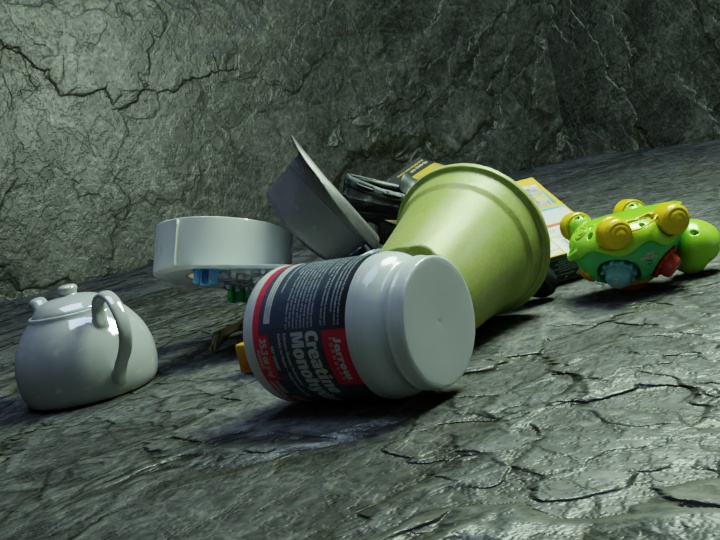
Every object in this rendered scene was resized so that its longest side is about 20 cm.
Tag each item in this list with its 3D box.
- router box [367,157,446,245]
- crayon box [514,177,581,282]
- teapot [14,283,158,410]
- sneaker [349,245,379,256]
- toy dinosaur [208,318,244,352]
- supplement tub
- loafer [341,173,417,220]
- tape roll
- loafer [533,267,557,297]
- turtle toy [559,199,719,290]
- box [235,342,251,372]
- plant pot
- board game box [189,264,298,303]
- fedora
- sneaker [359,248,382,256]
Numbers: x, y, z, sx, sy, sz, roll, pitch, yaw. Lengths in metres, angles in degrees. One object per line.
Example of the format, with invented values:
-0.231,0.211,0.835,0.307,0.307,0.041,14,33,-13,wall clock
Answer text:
0.102,-0.102,1.701,0.157,0.052,0.200,22,41,30,router box
0.246,-0.056,1.513,0.125,0.052,0.200,-15,37,-20,crayon box
-0.364,0.089,1.379,0.199,0.147,0.197,-10,7,7,teapot
0.000,0.000,1.588,0.082,0.074,0.200,-46,14,4,sneaker
-0.127,0.065,1.526,0.199,0.059,0.101,-17,7,-36,toy dinosaur
-0.004,0.056,1.035,0.199,0.141,0.140,-7,9,38,supplement tub
0.070,-0.110,1.584,0.199,0.071,0.068,4,16,4,loafer
-0.198,-0.022,1.522,0.201,0.071,0.202,2,-10,0,tape roll
0.175,-0.042,1.345,0.068,0.200,0.071,-37,19,55,loafer
0.346,-0.032,1.292,0.199,0.102,0.146,-13,9,-10,turtle toy
-0.045,0.081,1.330,0.119,0.042,0.200,-6,12,43,box
0.098,0.000,1.222,0.199,0.201,0.184,-8,20,30,plant pot
-0.116,0.022,1.477,0.199,0.026,0.200,0,-10,9,board game box
-0.065,-0.084,1.484,0.090,0.200,0.177,-41,-2,0,fedora
-0.024,0.021,1.314,0.088,0.076,0.200,-4,10,43,sneaker
